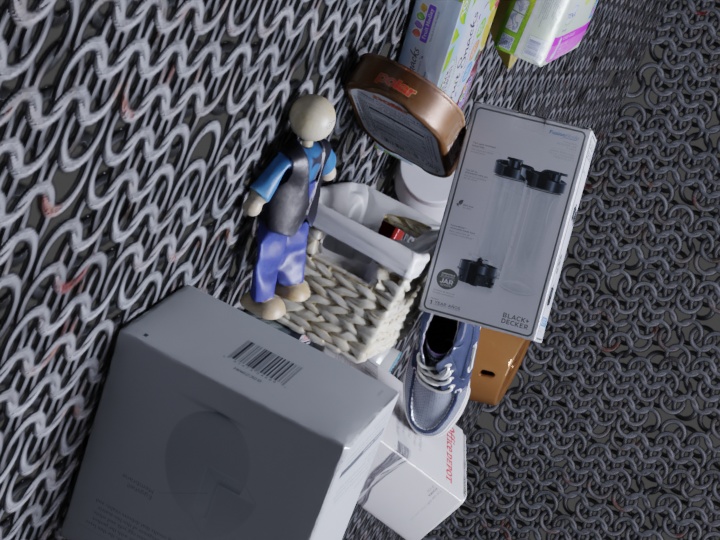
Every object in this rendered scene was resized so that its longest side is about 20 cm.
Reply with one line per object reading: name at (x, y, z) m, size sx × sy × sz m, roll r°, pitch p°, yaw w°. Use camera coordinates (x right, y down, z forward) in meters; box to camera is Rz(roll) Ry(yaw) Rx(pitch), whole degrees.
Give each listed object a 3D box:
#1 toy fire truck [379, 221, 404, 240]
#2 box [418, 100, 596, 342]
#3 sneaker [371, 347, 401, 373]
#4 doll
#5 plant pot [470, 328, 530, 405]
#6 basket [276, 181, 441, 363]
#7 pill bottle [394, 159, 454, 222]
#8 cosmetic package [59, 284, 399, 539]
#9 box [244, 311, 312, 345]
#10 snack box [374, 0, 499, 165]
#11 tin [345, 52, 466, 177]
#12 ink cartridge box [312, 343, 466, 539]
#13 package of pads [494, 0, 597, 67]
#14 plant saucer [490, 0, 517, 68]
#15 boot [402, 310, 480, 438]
toy fire truck at (0.005, 0.016, 1.839) m, size 0.201 × 0.049 × 0.141 m, roll -66°, pitch 167°, yaw 12°
box at (0.137, -0.044, 1.509) m, size 0.060 × 0.116 × 0.201 m, roll 17°, pitch 87°, yaw -76°
sneaker at (-0.044, 0.135, 1.824) m, size 0.200 × 0.081 × 0.077 m, roll -47°, pitch -177°, yaw 20°
doll at (-0.057, -0.062, 1.414) m, size 0.136 × 0.048 × 0.201 m, roll -35°, pitch 143°, yaw -51°
plant pot at (0.183, 0.124, 2.595) m, size 0.200 × 0.140 × 0.200 m, roll -58°, pitch 167°, yaw -21°
basket at (0.000, 0.000, 1.582) m, size 0.124 × 0.135 × 0.200 m, roll -65°, pitch 168°, yaw 14°
pill bottle at (0.096, -0.094, 1.854) m, size 0.109 × 0.108 × 0.200 m, roll -62°, pitch 167°, yaw -7°
cosmetic package at (-0.105, 0.153, 1.294) m, size 0.123 × 0.199 × 0.201 m, roll -39°, pitch 152°, yaw -63°
box at (-0.114, 0.116, 1.543) m, size 0.159 × 0.046 × 0.200 m, roll -64°, pitch 168°, yaw 8°
snack box at (0.085, -0.226, 1.668) m, size 0.142 × 0.053 × 0.200 m, roll -48°, pitch 160°, yaw -48°
tin at (0.045, -0.141, 1.531) m, size 0.042 × 0.112 × 0.200 m, roll -62°, pitch 167°, yaw -9°
ink cartridge box at (0.010, 0.172, 1.712) m, size 0.083 × 0.200 × 0.147 m, roll -46°, pitch -165°, yaw 21°
package of pads at (0.226, -0.317, 1.810) m, size 0.155 × 0.068 × 0.200 m, roll -68°, pitch 168°, yaw 22°
plant saucer at (0.206, -0.368, 1.899) m, size 0.200 × 0.048 × 0.200 m, roll -57°, pitch 167°, yaw -29°
boot at (0.075, 0.090, 1.624) m, size 0.090 × 0.072 × 0.201 m, roll -41°, pitch 146°, yaw -62°
